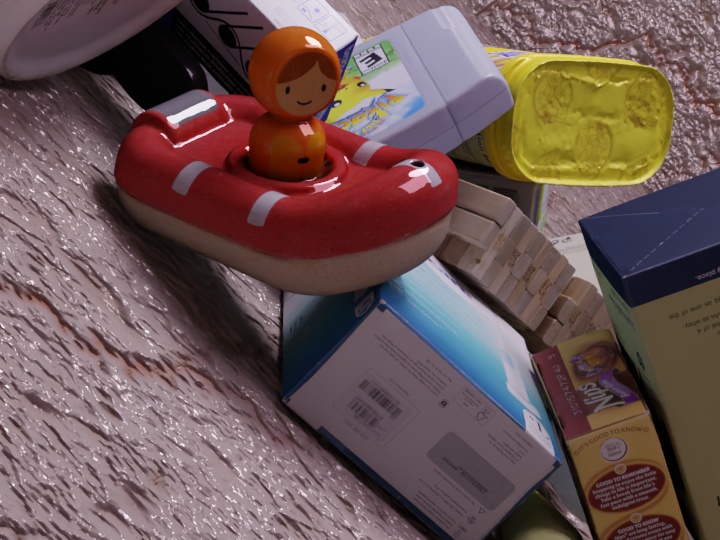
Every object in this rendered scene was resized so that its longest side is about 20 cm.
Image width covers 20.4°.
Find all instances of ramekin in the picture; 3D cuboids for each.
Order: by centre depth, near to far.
[{"bbox_3d":[-0.164,-0.195,1.137,0.105,0.200,0.200,57,14,6],"label":"ramekin"}]

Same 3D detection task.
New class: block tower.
[{"bbox_3d":[0.118,0.017,1.341,0.058,0.054,0.200,26,-12,48],"label":"block tower"}]

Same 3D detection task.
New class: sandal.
[{"bbox_3d":[-0.168,-0.157,1.276,0.045,0.075,0.200,-19,50,-34],"label":"sandal"}]

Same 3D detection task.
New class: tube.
[{"bbox_3d":[0.111,0.167,1.206,0.200,0.052,0.058,-64,149,-81],"label":"tube"}]

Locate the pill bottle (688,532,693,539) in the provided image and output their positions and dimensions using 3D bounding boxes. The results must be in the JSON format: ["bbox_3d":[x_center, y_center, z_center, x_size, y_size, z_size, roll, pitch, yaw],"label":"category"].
[{"bbox_3d":[0.237,0.139,1.545,0.104,0.104,0.200,37,15,-33],"label":"pill bottle"}]

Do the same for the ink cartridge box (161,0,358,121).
[{"bbox_3d":[-0.091,-0.179,1.261,0.200,0.044,0.094,47,-30,14],"label":"ink cartridge box"}]

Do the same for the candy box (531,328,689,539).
[{"bbox_3d":[0.166,0.150,1.222,0.117,0.056,0.200,-102,171,-66],"label":"candy box"}]

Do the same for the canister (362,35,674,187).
[{"bbox_3d":[0.099,-0.117,1.421,0.148,0.087,0.200,-1,12,-37],"label":"canister"}]

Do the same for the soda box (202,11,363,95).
[{"bbox_3d":[-0.094,-0.162,1.399,0.200,0.068,0.064,12,31,-37],"label":"soda box"}]

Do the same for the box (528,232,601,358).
[{"bbox_3d":[0.173,0.052,1.531,0.200,0.068,0.082,-72,149,-59],"label":"box"}]

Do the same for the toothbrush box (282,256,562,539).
[{"bbox_3d":[0.032,0.057,1.200,0.146,0.085,0.200,42,14,-15],"label":"toothbrush box"}]

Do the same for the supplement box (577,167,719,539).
[{"bbox_3d":[0.263,0.042,1.207,0.134,0.200,0.200,-107,176,-73],"label":"supplement box"}]

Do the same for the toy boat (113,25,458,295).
[{"bbox_3d":[-0.039,-0.073,1.125,0.200,0.131,0.130,22,32,27],"label":"toy boat"}]

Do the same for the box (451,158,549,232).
[{"bbox_3d":[0.081,-0.031,1.484,0.101,0.113,0.200,8,11,8],"label":"box"}]

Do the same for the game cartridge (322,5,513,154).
[{"bbox_3d":[-0.006,-0.096,1.305,0.040,0.200,0.133,62,2,-37],"label":"game cartridge"}]

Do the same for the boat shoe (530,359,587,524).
[{"bbox_3d":[0.138,0.115,1.390,0.199,0.074,0.068,34,3,21],"label":"boat shoe"}]
